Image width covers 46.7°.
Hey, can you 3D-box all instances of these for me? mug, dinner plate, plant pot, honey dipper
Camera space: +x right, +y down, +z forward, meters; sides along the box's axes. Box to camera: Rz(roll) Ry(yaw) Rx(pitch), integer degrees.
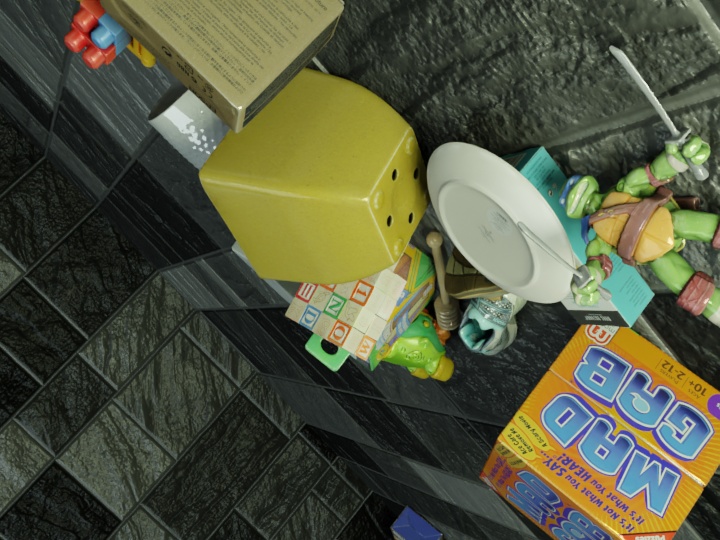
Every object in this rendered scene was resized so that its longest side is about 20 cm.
[{"bbox_3d":[-0.156,-0.201,1.113,0.199,0.149,0.175,-24,122,37],"label":"mug"},{"bbox_3d":[0.134,-0.041,0.850,0.200,0.024,0.201,41,158,21],"label":"dinner plate"},{"bbox_3d":[-0.030,-0.102,0.984,0.198,0.197,0.195,13,148,30],"label":"plant pot"},{"bbox_3d":[0.115,0.015,1.164,0.038,0.038,0.201,31,155,30],"label":"honey dipper"}]

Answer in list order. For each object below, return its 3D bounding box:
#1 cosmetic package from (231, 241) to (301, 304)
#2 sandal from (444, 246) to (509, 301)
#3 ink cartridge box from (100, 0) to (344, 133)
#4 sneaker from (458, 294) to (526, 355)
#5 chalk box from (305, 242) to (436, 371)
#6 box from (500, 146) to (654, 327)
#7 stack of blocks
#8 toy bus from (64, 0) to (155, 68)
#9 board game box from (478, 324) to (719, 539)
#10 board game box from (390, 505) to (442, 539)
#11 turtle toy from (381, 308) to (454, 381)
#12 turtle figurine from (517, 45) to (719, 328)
[{"bbox_3d":[-0.112,-0.017,1.395,0.081,0.113,0.200,29,166,34],"label":"cosmetic package"},{"bbox_3d":[0.165,0.003,0.991,0.054,0.081,0.199,29,164,-26],"label":"sandal"},{"bbox_3d":[-0.143,-0.273,0.859,0.200,0.165,0.075,43,164,0],"label":"ink cartridge box"},{"bbox_3d":[0.161,0.073,1.111,0.077,0.086,0.201,36,160,20],"label":"sneaker"},{"bbox_3d":[0.003,0.050,1.207,0.124,0.200,0.124,35,161,18],"label":"chalk box"},{"bbox_3d":[0.207,-0.030,0.850,0.200,0.049,0.082,49,161,-16],"label":"box"},{"bbox_3d":[0.000,0.000,1.093,0.114,0.202,0.058,23,173,40],"label":"stack of blocks"},{"bbox_3d":[-0.279,-0.337,0.963,0.200,0.192,0.136,45,163,-4],"label":"toy bus"},{"bbox_3d":[0.284,0.208,0.977,0.199,0.200,0.200,36,161,17],"label":"board game box"},{"bbox_3d":[0.199,0.922,2.872,0.159,0.097,0.201,34,160,24],"label":"board game box"},{"bbox_3d":[0.069,0.106,1.347,0.144,0.102,0.200,23,169,-17],"label":"turtle toy"},{"bbox_3d":[0.234,-0.028,0.656,0.193,0.145,0.201,31,162,21],"label":"turtle figurine"}]
